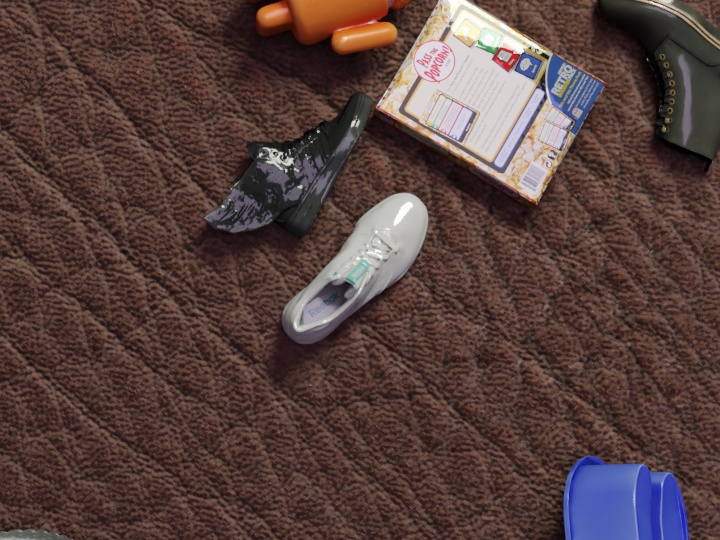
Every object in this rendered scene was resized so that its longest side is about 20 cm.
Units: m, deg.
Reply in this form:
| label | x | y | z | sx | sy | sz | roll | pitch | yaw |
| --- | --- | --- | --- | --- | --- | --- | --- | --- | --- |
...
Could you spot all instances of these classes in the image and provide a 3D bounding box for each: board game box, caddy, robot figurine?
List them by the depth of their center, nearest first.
| label | x | y | z | sx | sy | sz | roll | pitch | yaw |
| --- | --- | --- | --- | --- | --- | --- | --- | --- | --- |
| caddy | 0.261 | 0.286 | 1.292 | 0.105 | 0.141 | 0.201 | -16 | 66 | 34 |
| robot figurine | -0.021 | -0.305 | 1.322 | 0.199 | 0.117 | 0.144 | -22 | 54 | -4 |
| board game box | 0.136 | -0.183 | 1.360 | 0.199 | 0.046 | 0.152 | 31 | 86 | -2 |

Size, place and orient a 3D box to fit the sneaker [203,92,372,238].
| label | x | y | z | sx | sy | sz | roll | pitch | yaw |
| --- | --- | --- | --- | --- | --- | --- | --- | --- | --- |
| sneaker | -0.074 | -0.115 | 1.336 | 0.104 | 0.060 | 0.200 | 28 | 89 | -7 |

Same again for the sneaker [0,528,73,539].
| label | x | y | z | sx | sy | sz | roll | pitch | yaw |
| --- | --- | --- | --- | --- | --- | --- | --- | --- | --- |
| sneaker | -0.300 | 0.315 | 1.293 | 0.199 | 0.075 | 0.082 | 15 | 85 | -4 |

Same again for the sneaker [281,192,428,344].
| label | x | y | z | sx | sy | sz | roll | pitch | yaw |
| --- | --- | --- | --- | --- | --- | --- | --- | --- | --- |
| sneaker | 0.000 | 0.000 | 1.322 | 0.075 | 0.088 | 0.200 | 42 | 85 | 0 |

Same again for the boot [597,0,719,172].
| label | x | y | z | sx | sy | sz | roll | pitch | yaw |
| --- | --- | --- | --- | --- | --- | --- | --- | --- | --- |
| boot | 0.323 | -0.208 | 1.364 | 0.199 | 0.077 | 0.139 | 26 | 91 | -1 |
